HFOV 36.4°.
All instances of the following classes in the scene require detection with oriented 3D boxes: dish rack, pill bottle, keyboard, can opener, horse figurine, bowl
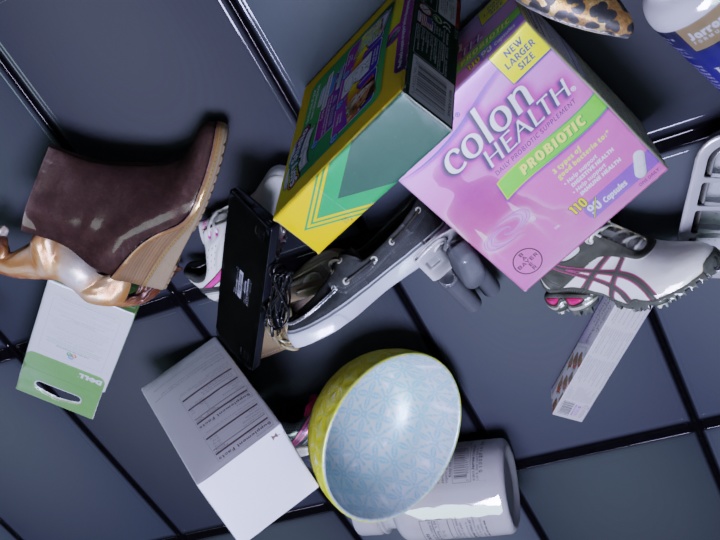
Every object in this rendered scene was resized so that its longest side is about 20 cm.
[{"bbox_3d":[0.409,-0.067,1.054,0.196,0.044,0.174,4,130,6],"label":"dish rack"},{"bbox_3d":[0.302,-0.218,0.889,0.199,0.117,0.116,35,127,-20],"label":"pill bottle"},{"bbox_3d":[-0.100,0.016,1.111,0.039,0.104,0.202,-23,142,-33],"label":"keyboard"},{"bbox_3d":[0.102,0.006,1.091,0.052,0.067,0.200,-37,159,6],"label":"can opener"},{"bbox_3d":[-0.289,-0.017,1.169,0.198,0.050,0.134,30,96,-18],"label":"horse figurine"},{"bbox_3d":[0.010,0.175,1.267,0.107,0.200,0.201,23,152,51],"label":"bowl"},{"bbox_3d":[0.090,0.273,1.350,0.197,0.115,0.115,-9,130,16],"label":"pill bottle"}]

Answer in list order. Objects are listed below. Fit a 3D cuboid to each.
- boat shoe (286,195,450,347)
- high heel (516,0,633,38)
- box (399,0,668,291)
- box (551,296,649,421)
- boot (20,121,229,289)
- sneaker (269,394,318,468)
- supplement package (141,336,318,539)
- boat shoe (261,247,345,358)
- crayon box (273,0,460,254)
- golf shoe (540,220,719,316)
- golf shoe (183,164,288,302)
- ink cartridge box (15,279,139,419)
[{"bbox_3d":[0.000,0.000,1.109,0.199,0.069,0.057,-37,103,-1],"label":"boat shoe"},{"bbox_3d":[0.155,-0.281,0.850,0.199,0.071,0.143,40,136,11],"label":"high heel"},{"bbox_3d":[0.142,-0.116,0.992,0.199,0.097,0.176,39,113,-23],"label":"box"},{"bbox_3d":[0.264,0.088,1.213,0.041,0.039,0.202,13,132,-5],"label":"box"},{"bbox_3d":[-0.235,-0.087,1.094,0.164,0.073,0.202,26,110,-11],"label":"boot"},{"bbox_3d":[-0.116,0.208,1.358,0.197,0.081,0.075,-20,111,15],"label":"sneaker"},{"bbox_3d":[-0.150,0.188,1.240,0.109,0.200,0.115,-34,126,-10],"label":"supplement package"},{"bbox_3d":[-0.078,0.052,1.215,0.072,0.066,0.199,39,125,-24],"label":"boat shoe"},{"bbox_3d":[0.008,-0.140,0.945,0.058,0.202,0.172,33,128,-21],"label":"crayon box"},{"bbox_3d":[0.255,-0.010,1.079,0.198,0.077,0.089,-10,114,42],"label":"golf shoe"},{"bbox_3d":[-0.124,-0.036,1.142,0.091,0.073,0.201,23,131,-10],"label":"golf shoe"},{"bbox_3d":[-0.327,0.076,1.278,0.102,0.060,0.201,22,130,-9],"label":"ink cartridge box"}]
